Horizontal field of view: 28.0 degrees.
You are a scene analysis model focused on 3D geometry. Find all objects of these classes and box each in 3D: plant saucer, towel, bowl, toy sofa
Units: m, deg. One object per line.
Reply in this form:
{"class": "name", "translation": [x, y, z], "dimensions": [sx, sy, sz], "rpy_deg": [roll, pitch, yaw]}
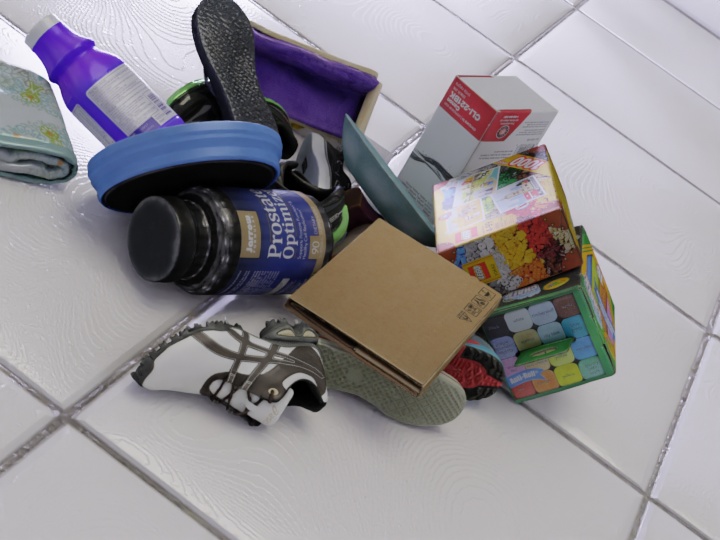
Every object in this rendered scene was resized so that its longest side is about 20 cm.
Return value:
{"class": "plant saucer", "translation": [0.029, -0.096, 1.722], "dimensions": [0.201, 0.039, 0.201], "rpy_deg": [53, 6, -8]}
{"class": "towel", "translation": [-0.397, -0.169, 1.489], "dimensions": [0.200, 0.048, 0.171], "rpy_deg": [13, 35, -33]}
{"class": "bowl", "translation": [-0.176, -0.101, 1.474], "dimensions": [0.200, 0.200, 0.039], "rpy_deg": [1, 75, -45]}
{"class": "toy sofa", "translation": [-0.079, -0.231, 1.806], "dimensions": [0.200, 0.083, 0.098], "rpy_deg": [22, -10, -2]}

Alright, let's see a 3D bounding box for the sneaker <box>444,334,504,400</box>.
{"class": "sneaker", "translation": [0.061, 0.071, 1.579], "dimensions": [0.200, 0.079, 0.096], "rpy_deg": [33, 16, -17]}

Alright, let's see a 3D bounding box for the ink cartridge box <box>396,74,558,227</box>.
{"class": "ink cartridge box", "translation": [0.140, -0.145, 1.845], "dimensions": [0.084, 0.200, 0.144], "rpy_deg": [44, 30, 26]}

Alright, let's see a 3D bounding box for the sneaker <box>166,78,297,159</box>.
{"class": "sneaker", "translation": [-0.151, -0.170, 1.699], "dimensions": [0.200, 0.077, 0.084], "rpy_deg": [1, 39, -43]}

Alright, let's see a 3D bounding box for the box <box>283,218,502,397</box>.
{"class": "box", "translation": [0.038, 0.032, 1.488], "dimensions": [0.163, 0.021, 0.200], "rpy_deg": [33, 38, 12]}

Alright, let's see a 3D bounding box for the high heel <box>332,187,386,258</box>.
{"class": "high heel", "translation": [0.000, 0.000, 1.638], "dimensions": [0.096, 0.067, 0.200], "rpy_deg": [58, 33, -34]}

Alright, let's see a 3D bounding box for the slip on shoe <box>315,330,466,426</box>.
{"class": "slip on shoe", "translation": [0.018, 0.101, 1.476], "dimensions": [0.200, 0.074, 0.061], "rpy_deg": [21, 27, -13]}

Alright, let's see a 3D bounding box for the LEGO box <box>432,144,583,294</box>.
{"class": "LEGO box", "translation": [0.165, -0.054, 1.667], "dimensions": [0.200, 0.149, 0.077], "rpy_deg": [-88, 155, -65]}

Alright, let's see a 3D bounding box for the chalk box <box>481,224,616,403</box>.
{"class": "chalk box", "translation": [0.213, 0.060, 1.636], "dimensions": [0.200, 0.125, 0.124], "rpy_deg": [-72, 141, -59]}

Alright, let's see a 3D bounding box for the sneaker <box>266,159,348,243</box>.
{"class": "sneaker", "translation": [-0.106, -0.092, 1.606], "dimensions": [0.199, 0.084, 0.077], "rpy_deg": [15, 30, 2]}

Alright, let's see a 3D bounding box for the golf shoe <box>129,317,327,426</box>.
{"class": "golf shoe", "translation": [-0.112, 0.099, 1.336], "dimensions": [0.200, 0.078, 0.095], "rpy_deg": [-5, 59, -36]}

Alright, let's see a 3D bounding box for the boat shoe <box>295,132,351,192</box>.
{"class": "boat shoe", "translation": [-0.040, -0.100, 1.736], "dimensions": [0.066, 0.070, 0.200], "rpy_deg": [23, 22, -16]}

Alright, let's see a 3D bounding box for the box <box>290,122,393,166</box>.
{"class": "box", "translation": [-0.051, -0.187, 1.880], "dimensions": [0.200, 0.039, 0.041], "rpy_deg": [35, 30, 2]}

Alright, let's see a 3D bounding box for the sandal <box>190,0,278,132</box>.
{"class": "sandal", "translation": [-0.153, -0.224, 1.659], "dimensions": [0.076, 0.043, 0.201], "rpy_deg": [-5, 74, -37]}

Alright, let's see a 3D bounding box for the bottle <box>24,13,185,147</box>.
{"class": "bottle", "translation": [-0.283, -0.196, 1.590], "dimensions": [0.200, 0.065, 0.084], "rpy_deg": [45, 51, -1]}

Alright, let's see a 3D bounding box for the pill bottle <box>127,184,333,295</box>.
{"class": "pill bottle", "translation": [-0.133, -0.030, 1.476], "dimensions": [0.200, 0.112, 0.112], "rpy_deg": [0, 43, -46]}
